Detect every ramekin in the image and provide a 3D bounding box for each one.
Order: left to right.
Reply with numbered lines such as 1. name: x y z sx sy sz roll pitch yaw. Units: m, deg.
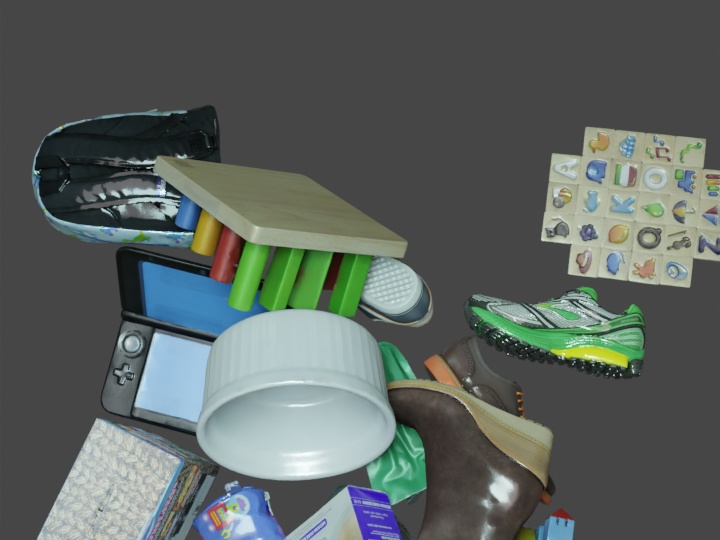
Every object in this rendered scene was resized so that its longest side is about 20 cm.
1. ramekin: -0.066 0.124 1.550 0.199 0.201 0.098 -7 54 5

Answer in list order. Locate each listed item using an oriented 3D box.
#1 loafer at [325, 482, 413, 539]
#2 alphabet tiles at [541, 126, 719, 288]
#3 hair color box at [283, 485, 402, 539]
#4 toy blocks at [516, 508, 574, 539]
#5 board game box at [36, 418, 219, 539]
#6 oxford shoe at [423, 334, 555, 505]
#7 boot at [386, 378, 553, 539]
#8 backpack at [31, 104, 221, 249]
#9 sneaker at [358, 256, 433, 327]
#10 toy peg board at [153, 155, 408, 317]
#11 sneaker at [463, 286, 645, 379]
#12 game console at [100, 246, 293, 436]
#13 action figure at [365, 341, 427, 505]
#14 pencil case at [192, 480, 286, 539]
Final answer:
1. loafer: 0.030 0.300 1.595 0.072 0.063 0.200 -54 42 10
2. alphabet tiles: 0.303 -0.070 1.678 0.199 0.006 0.167 7 82 7
3. hair color box: 0.000 0.329 1.519 0.109 0.065 0.201 -43 50 30
4. toy blocks: 0.170 0.318 1.548 0.099 0.200 0.137 11 69 -1
5. board game box: -0.240 0.251 1.588 0.097 0.200 0.160 25 84 10
6. oxford shoe: 0.152 0.157 1.626 0.072 0.071 0.200 -36 78 -5
7. boot: 0.083 0.206 1.537 0.199 0.072 0.167 17 64 21
8. backpack: -0.260 -0.096 1.688 0.199 0.154 0.164 -2 82 -16
9. sneaker: 0.000 0.000 1.671 0.078 0.079 0.200 -47 54 -3
10. toy peg board: -0.095 -0.030 1.584 0.199 0.199 0.098 34 111 45
11. sneaker: 0.208 0.057 1.641 0.199 0.078 0.086 13 75 -1
12. game console: -0.180 0.087 1.651 0.199 0.116 0.177 14 82 9
13. action figure: 0.033 0.148 1.642 0.118 0.055 0.201 -21 67 -11
14. pencil case: -0.097 0.320 1.623 0.087 0.078 0.200 -31 78 -7
